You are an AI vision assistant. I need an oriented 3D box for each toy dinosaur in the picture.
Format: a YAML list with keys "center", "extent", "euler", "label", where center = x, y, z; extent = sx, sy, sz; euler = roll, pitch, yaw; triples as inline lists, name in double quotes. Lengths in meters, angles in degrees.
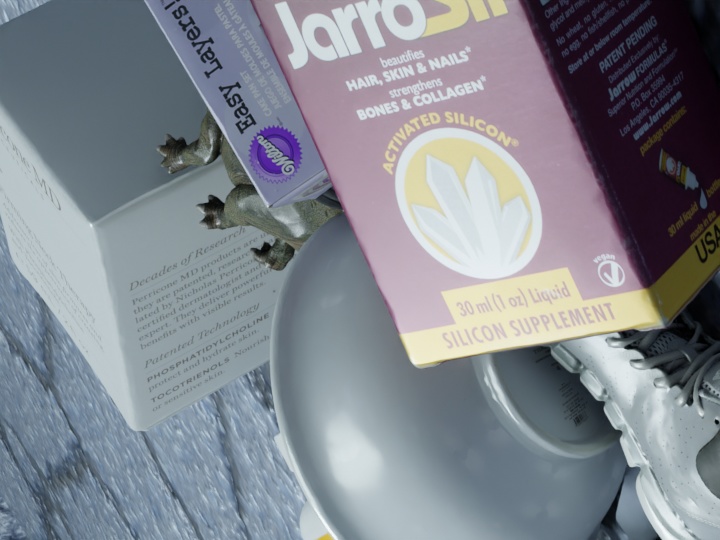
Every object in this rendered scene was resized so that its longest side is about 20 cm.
- center: [-0.045, -0.052, 1.470]
  extent: [0.102, 0.077, 0.201]
  euler: [-24, 79, 58]
  label: "toy dinosaur"

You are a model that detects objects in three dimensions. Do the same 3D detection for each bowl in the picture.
- center: [0.061, 0.050, 1.281]
  extent: [0.090, 0.201, 0.202]
  euler: [-26, 93, 43]
  label: "bowl"

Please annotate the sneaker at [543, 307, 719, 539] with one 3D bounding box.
- center: [0.138, 0.029, 1.202]
  extent: [0.201, 0.075, 0.115]
  euler: [57, 155, -2]
  label: "sneaker"

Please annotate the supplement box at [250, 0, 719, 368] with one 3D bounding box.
- center: [0.055, -0.077, 1.109]
  extent: [0.130, 0.103, 0.201]
  euler: [-12, 110, 40]
  label: "supplement box"

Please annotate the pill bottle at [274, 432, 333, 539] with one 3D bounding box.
- center: [0.033, 0.164, 1.653]
  extent: [0.201, 0.112, 0.113]
  euler: [60, 164, 3]
  label: "pill bottle"

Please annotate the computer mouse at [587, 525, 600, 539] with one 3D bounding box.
- center: [0.091, 0.093, 1.431]
  extent: [0.200, 0.044, 0.110]
  euler: [59, -153, -52]
  label: "computer mouse"

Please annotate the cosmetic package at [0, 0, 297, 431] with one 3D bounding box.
- center: [-0.113, -0.052, 1.642]
  extent: [0.168, 0.166, 0.201]
  euler: [50, 160, 33]
  label: "cosmetic package"

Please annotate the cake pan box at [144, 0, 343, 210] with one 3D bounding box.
- center: [-0.039, -0.125, 1.329]
  extent: [0.201, 0.052, 0.184]
  euler: [58, -158, 4]
  label: "cake pan box"

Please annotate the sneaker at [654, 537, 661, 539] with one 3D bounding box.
- center: [0.119, 0.186, 1.366]
  extent: [0.082, 0.078, 0.200]
  euler: [60, 165, -1]
  label: "sneaker"

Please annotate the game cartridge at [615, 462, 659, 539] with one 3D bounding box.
- center: [0.192, 0.164, 1.307]
  extent: [0.200, 0.040, 0.134]
  euler: [54, 166, 23]
  label: "game cartridge"
